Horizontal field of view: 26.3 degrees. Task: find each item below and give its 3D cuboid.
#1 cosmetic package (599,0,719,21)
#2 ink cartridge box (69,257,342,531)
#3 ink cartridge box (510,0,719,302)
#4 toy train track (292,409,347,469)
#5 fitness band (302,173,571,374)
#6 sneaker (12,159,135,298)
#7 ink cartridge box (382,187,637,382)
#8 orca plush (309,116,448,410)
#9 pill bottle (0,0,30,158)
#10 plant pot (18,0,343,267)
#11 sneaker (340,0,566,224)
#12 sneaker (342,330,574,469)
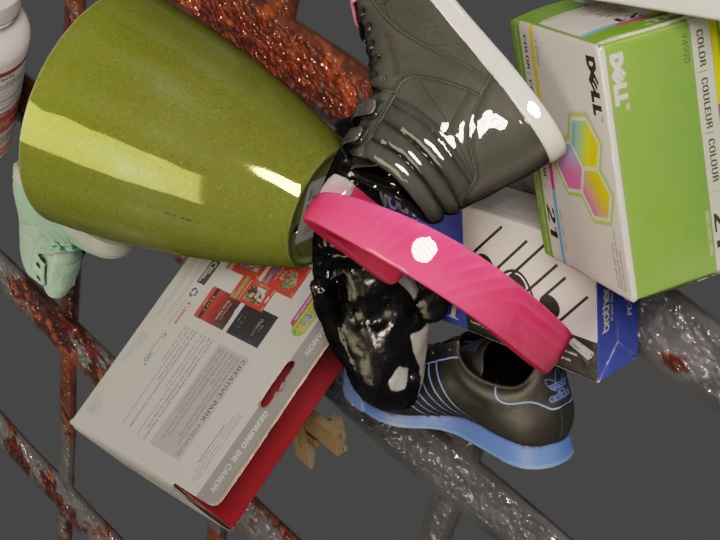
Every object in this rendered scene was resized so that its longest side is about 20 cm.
[{"bbox_3d":[0.200,-0.179,0.736,0.200,0.081,0.113,21,128,41],"label":"cosmetic package"},{"bbox_3d":[-0.087,0.080,1.145,0.176,0.200,0.084,23,163,42],"label":"ink cartridge box"},{"bbox_3d":[0.164,-0.058,0.804,0.200,0.076,0.148,-140,36,-64],"label":"ink cartridge box"},{"bbox_3d":[-0.068,0.090,1.283,0.200,0.033,0.115,34,143,42],"label":"toy train track"},{"bbox_3d":[0.048,0.003,0.895,0.144,0.037,0.200,30,178,32],"label":"fitness band"},{"bbox_3d":[-0.252,-0.022,1.397,0.200,0.074,0.118,32,129,49],"label":"sneaker"},{"bbox_3d":[0.090,-0.005,1.012,0.200,0.044,0.094,21,126,43],"label":"ink cartridge box"},{"bbox_3d":[0.000,0.000,1.011,0.105,0.071,0.200,13,107,29],"label":"orca plush"},{"bbox_3d":[-0.360,-0.191,1.394,0.112,0.112,0.200,48,141,20],"label":"pill bottle"},{"bbox_3d":[-0.110,-0.082,1.118,0.200,0.187,0.187,26,132,21],"label":"plant pot"},{"bbox_3d":[0.014,-0.110,0.852,0.200,0.099,0.071,51,176,21],"label":"sneaker"},{"bbox_3d":[0.066,0.073,1.077,0.200,0.070,0.078,15,118,39],"label":"sneaker"}]
